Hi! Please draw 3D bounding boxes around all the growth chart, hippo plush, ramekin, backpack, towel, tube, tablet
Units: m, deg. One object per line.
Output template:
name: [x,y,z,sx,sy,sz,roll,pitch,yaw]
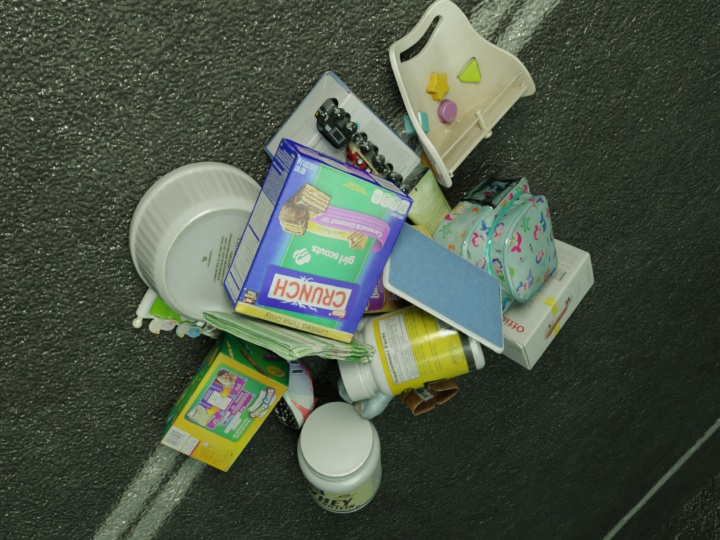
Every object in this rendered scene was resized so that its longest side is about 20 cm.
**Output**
growth chart: [-0.216,0.041,1.057,0.196,0.018,0.147,9,118,-35]
hippo plush: [0.008,0.131,1.164,0.161,0.198,0.161,-55,129,-13]
ramekin: [-0.191,-0.028,0.949,0.198,0.094,0.207,-15,124,-23]
backpack: [0.203,-0.028,1.129,0.198,0.149,0.181,-36,122,-28]
towel: [-0.085,0.085,0.941,0.198,0.150,0.024,11,96,-59]
tube: [0.130,-0.070,1.175,0.051,0.059,0.200,-13,140,28]
tablet: [0.113,0.019,0.978,0.197,0.132,0.014,29,132,-20]

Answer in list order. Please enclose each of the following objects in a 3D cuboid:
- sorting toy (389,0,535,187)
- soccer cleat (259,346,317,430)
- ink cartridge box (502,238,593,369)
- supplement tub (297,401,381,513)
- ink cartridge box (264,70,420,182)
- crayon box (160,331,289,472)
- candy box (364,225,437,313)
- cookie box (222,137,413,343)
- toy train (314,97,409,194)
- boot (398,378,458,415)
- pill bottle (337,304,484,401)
sorting toy: [0.113,-0.251,0.986,0.200,0.106,0.182,-46,124,-18]
soccer cleat: [-0.117,0.167,1.199,0.073,0.067,0.204,-43,135,-36]
ink cartridge box: [0.279,0.042,1.247,0.201,0.144,0.084,-49,140,-16]
supplement tub: [-0.035,0.324,1.277,0.142,0.147,0.202,-25,151,-12]
ink cartridge box: [-0.012,-0.148,0.996,0.137,0.077,0.199,-46,134,11]
crayon box: [-0.205,0.202,1.120,0.117,0.059,0.202,29,114,-19]
candy box: [0.000,0.000,1.034,0.194,0.057,0.119,-1,127,-21]
cookie box: [-0.053,-0.032,0.908,0.168,0.075,0.204,17,107,-28]
toy train: [0.004,-0.141,0.935,0.046,0.034,0.200,-39,136,9]
boot: [0.129,0.145,1.263,0.198,0.155,0.074,-36,136,-2]
pill bottle: [0.069,0.110,1.046,0.195,0.116,0.116,-18,135,7]
